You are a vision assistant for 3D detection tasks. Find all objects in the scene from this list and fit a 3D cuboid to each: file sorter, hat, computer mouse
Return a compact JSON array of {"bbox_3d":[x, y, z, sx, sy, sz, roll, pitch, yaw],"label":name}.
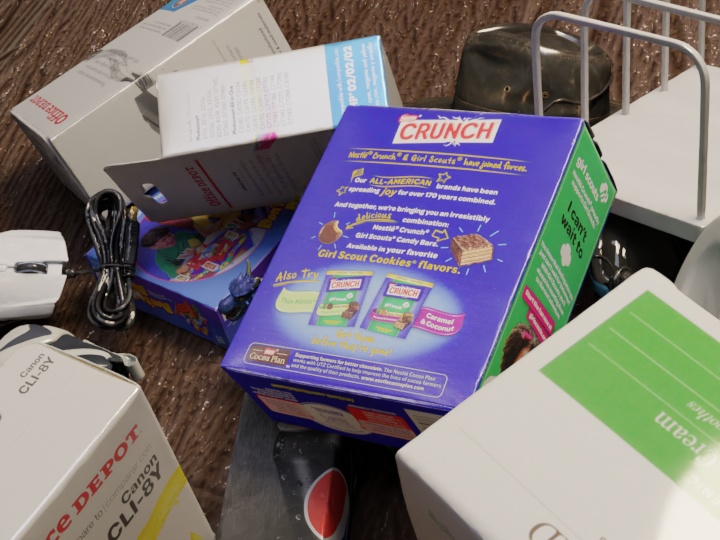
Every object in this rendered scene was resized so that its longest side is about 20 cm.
[{"bbox_3d":[0.223,-0.130,0.826,0.200,0.125,0.139,-30,39,-33],"label":"file sorter"},{"bbox_3d":[0.126,-0.142,0.957,0.200,0.081,0.201,-1,25,0],"label":"hat"},{"bbox_3d":[-0.252,0.005,0.944,0.200,0.044,0.110,-11,68,24],"label":"computer mouse"}]

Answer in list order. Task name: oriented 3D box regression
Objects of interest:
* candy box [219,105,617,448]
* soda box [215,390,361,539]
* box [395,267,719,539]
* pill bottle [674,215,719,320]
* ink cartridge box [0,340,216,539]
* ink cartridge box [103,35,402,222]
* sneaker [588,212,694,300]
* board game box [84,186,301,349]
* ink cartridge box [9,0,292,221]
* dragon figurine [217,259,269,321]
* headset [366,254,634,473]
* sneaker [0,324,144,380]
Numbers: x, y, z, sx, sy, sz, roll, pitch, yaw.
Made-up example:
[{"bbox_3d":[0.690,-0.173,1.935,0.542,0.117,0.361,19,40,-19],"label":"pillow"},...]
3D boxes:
[{"bbox_3d":[0.038,0.002,0.756,0.169,0.077,0.200,8,61,32],"label":"candy box"},{"bbox_3d":[-0.044,0.155,0.764,0.071,0.063,0.200,-4,46,11],"label":"soda box"},{"bbox_3d":[0.151,0.151,0.618,0.171,0.200,0.199,-35,49,-16],"label":"box"},{"bbox_3d":[0.280,0.046,0.712,0.200,0.113,0.113,18,48,-5],"label":"pill bottle"},{"bbox_3d":[-0.160,0.161,0.691,0.083,0.200,0.145,17,53,28],"label":"ink cartridge box"},{"bbox_3d":[-0.071,-0.096,0.904,0.199,0.115,0.068,-9,71,7],"label":"ink cartridge box"},{"bbox_3d":[0.225,-0.040,0.848,0.082,0.073,0.200,5,36,48],"label":"sneaker"},{"bbox_3d":[-0.094,-0.043,0.983,0.134,0.045,0.200,21,55,31],"label":"board game box"},{"bbox_3d":[-0.166,-0.142,1.031,0.200,0.084,0.145,-37,28,-12],"label":"ink cartridge box"},{"bbox_3d":[0.000,0.000,0.877,0.200,0.100,0.059,-32,47,-17],"label":"dragon figurine"},{"bbox_3d":[0.092,0.060,0.800,0.200,0.094,0.124,-35,44,23],"label":"headset"},{"bbox_3d":[-0.213,0.118,0.832,0.129,0.080,0.199,3,37,29],"label":"sneaker"}]
